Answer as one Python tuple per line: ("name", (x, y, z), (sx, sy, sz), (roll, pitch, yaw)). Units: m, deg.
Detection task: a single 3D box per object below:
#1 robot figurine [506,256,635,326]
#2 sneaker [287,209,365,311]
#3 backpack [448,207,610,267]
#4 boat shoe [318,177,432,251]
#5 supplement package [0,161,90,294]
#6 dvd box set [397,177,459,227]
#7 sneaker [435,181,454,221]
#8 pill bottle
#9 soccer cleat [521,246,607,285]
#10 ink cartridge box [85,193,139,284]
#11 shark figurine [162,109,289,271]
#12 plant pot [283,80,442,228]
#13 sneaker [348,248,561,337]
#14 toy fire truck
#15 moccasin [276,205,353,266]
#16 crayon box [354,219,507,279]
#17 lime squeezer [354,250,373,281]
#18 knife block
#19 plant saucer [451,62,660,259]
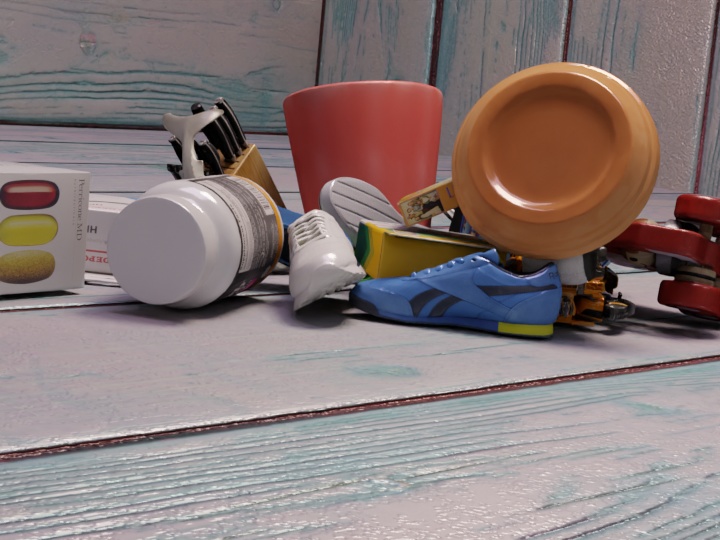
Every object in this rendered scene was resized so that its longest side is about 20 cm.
("robot figurine", (0.200, 0.016, 1.721), (0.144, 0.059, 0.200), (5, 7, 2))
("sneaker", (-0.042, -0.014, 1.605), (0.076, 0.081, 0.200), (-22, 2, 0))
("backpack", (0.207, -0.062, 1.888), (0.198, 0.184, 0.135), (11, 14, -6))
("boat shoe", (0.011, -0.038, 1.890), (0.071, 0.073, 0.200), (-11, -31, 38))
("supplement package", (-0.350, -0.040, 1.519), (0.109, 0.115, 0.199), (9, 9, 35))
("dvd box set", (0.137, -0.097, 1.704), (0.199, 0.030, 0.146), (-22, 2, 7))
("sneaker", (0.176, -0.059, 1.995), (0.199, 0.080, 0.074), (26, 8, 1))
("pill bottle", (-0.151, -0.027, 1.564), (0.115, 0.117, 0.200), (7, 8, 15))
("soccer cleat", (0.201, -0.057, 1.662), (0.086, 0.070, 0.200), (-1, 33, 16))
("ink cartridge box", (-0.244, -0.033, 1.727), (0.115, 0.067, 0.200), (6, 7, -5))
("shark figurine", (-0.163, -0.062, 1.816), (0.089, 0.215, 0.128), (-24, 15, 42))
("plant pot", (0.008, -0.119, 2.030), (0.198, 0.179, 0.200), (-4, -6, 0))
("sneaker", (0.089, 0.014, 1.592), (0.198, 0.079, 0.066), (5, 9, 9))
("toy fire truck", (0.308, -0.019, 1.754), (0.167, 0.113, 0.200), (9, -4, 27))
("moccasin", (-0.104, -0.030, 1.716), (0.199, 0.069, 0.081), (20, 19, -14))
("crayon box", (0.069, -0.012, 1.693), (0.125, 0.052, 0.200), (8, 4, -8))
("lime squeezer", (0.000, 0.000, 1.837), (0.199, 0.038, 0.071), (13, -21, 49))
("knife block", (-0.148, -0.116, 2.015), (0.064, 0.177, 0.199), (11, 9, 32))
("plant saucer", (0.179, -0.109, 1.598), (0.198, 0.202, 0.037), (8, -19, 20))
